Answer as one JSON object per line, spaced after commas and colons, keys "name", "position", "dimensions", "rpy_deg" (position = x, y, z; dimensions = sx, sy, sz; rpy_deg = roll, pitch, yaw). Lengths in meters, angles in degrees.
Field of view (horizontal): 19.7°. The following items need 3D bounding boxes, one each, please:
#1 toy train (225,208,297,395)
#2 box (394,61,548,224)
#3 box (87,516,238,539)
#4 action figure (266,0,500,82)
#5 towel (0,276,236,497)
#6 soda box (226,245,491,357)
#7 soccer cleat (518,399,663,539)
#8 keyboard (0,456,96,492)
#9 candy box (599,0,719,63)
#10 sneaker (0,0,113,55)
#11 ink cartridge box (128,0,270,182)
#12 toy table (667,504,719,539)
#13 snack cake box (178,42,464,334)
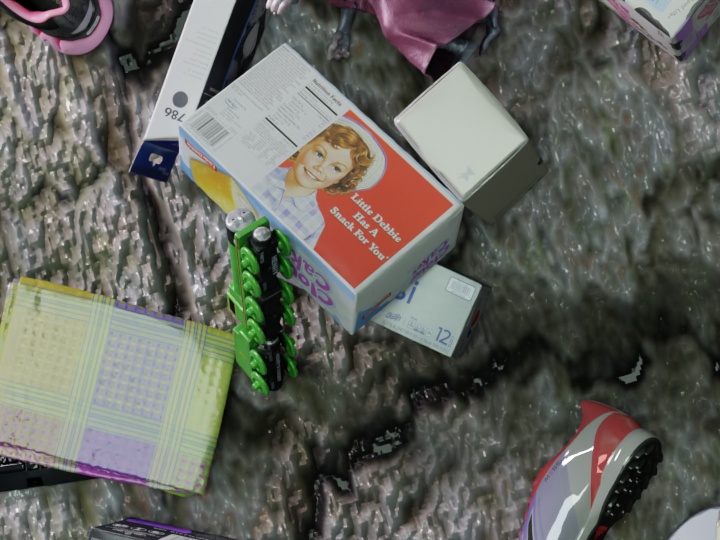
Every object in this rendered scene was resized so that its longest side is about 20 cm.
{"name": "toy train", "position": [-0.078, 0.023, 1.594], "dimensions": [0.042, 0.201, 0.056], "rpy_deg": [-30, 58, -21]}
{"name": "box", "position": [0.086, -0.092, 1.553], "dimensions": [0.068, 0.200, 0.082], "rpy_deg": [-41, 83, 4]}
{"name": "box", "position": [-0.162, 0.307, 1.637], "dimensions": [0.121, 0.106, 0.202], "rpy_deg": [10, 91, 11]}
{"name": "action figure", "position": [0.013, -0.228, 1.605], "dimensions": [0.199, 0.134, 0.149], "rpy_deg": [35, 94, 7]}
{"name": "towel", "position": [-0.207, 0.094, 1.672], "dimensions": [0.198, 0.023, 0.145], "rpy_deg": [13, 86, -1]}
{"name": "soda box", "position": [0.000, 0.000, 1.634], "dimensions": [0.199, 0.068, 0.064], "rpy_deg": [25, 92, 11]}
{"name": "soccer cleat", "position": [0.154, 0.196, 1.609], "dimensions": [0.073, 0.068, 0.201], "rpy_deg": [38, 100, 33]}
{"name": "keyboard", "position": [-0.276, 0.127, 1.698], "dimensions": [0.198, 0.040, 0.105], "rpy_deg": [-9, 87, 9]}
{"name": "candy box", "position": [0.182, -0.250, 1.556], "dimensions": [0.200, 0.168, 0.072], "rpy_deg": [40, 96, 10]}
{"name": "sneaker", "position": [-0.297, -0.247, 1.685], "dimensions": [0.199, 0.095, 0.079], "rpy_deg": [28, 95, 12]}
{"name": "ink cartridge box", "position": [-0.119, -0.161, 1.645], "dimensions": [0.039, 0.099, 0.201], "rpy_deg": [22, 94, 12]}
{"name": "toy table", "position": [0.271, 0.280, 1.551], "dimensions": [0.182, 0.117, 0.202], "rpy_deg": [-9, 86, 10]}
{"name": "snack cake box", "position": [-0.032, -0.065, 1.580], "dimensions": [0.115, 0.067, 0.200], "rpy_deg": [-38, 70, -22]}
